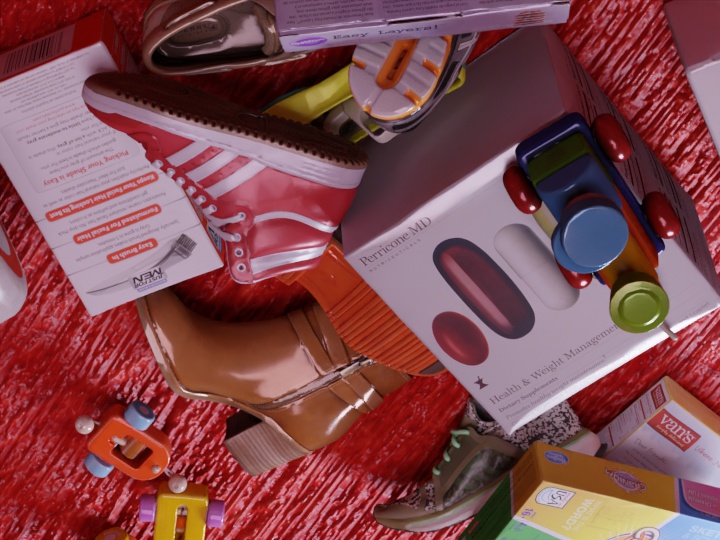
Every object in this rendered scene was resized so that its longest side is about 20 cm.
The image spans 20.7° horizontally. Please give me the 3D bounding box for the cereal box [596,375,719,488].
[{"bbox_3d":[0.230,0.193,1.622,0.144,0.040,0.200,37,114,-23],"label":"cereal box"}]

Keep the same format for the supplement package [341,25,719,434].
[{"bbox_3d":[0.118,-0.031,1.413,0.191,0.147,0.200,-34,118,18],"label":"supplement package"}]

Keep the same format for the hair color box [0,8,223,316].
[{"bbox_3d":[-0.189,-0.076,1.425,0.111,0.064,0.200,-21,119,9],"label":"hair color box"}]

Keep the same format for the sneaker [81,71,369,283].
[{"bbox_3d":[-0.106,-0.060,1.357,0.200,0.071,0.113,18,114,-6],"label":"sneaker"}]

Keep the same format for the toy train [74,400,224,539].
[{"bbox_3d":[-0.197,0.190,1.601,0.150,0.056,0.200,30,114,-18],"label":"toy train"}]

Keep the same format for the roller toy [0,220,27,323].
[{"bbox_3d":[-0.332,-0.026,1.368,0.140,0.182,0.200,-28,100,-3],"label":"roller toy"}]

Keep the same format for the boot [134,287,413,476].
[{"bbox_3d":[-0.067,0.055,1.506,0.155,0.077,0.200,-31,111,11],"label":"boot"}]

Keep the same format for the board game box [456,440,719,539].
[{"bbox_3d":[0.189,0.216,1.560,0.200,0.040,0.153,15,130,-22],"label":"board game box"}]

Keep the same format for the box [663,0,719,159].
[{"bbox_3d":[0.323,-0.113,1.391,0.152,0.106,0.200,-21,121,11],"label":"box"}]

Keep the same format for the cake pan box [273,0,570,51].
[{"bbox_3d":[0.029,-0.241,1.273,0.200,0.052,0.184,-7,79,1],"label":"cake pan box"}]

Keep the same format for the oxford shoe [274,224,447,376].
[{"bbox_3d":[0.000,0.000,1.465,0.200,0.073,0.071,43,128,-18],"label":"oxford shoe"}]

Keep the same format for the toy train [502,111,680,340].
[{"bbox_3d":[0.176,0.003,1.282,0.085,0.116,0.200,-30,118,12],"label":"toy train"}]

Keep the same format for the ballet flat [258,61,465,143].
[{"bbox_3d":[-0.010,-0.108,1.400,0.200,0.067,0.067,-31,149,15],"label":"ballet flat"}]

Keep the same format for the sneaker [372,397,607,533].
[{"bbox_3d":[0.095,0.147,1.587,0.200,0.077,0.089,-24,88,16],"label":"sneaker"}]

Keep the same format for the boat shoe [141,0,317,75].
[{"bbox_3d":[-0.053,-0.172,1.366,0.200,0.065,0.071,-15,122,7],"label":"boat shoe"}]

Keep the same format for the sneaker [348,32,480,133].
[{"bbox_3d":[0.053,-0.180,1.331,0.078,0.077,0.200,29,77,15],"label":"sneaker"}]
